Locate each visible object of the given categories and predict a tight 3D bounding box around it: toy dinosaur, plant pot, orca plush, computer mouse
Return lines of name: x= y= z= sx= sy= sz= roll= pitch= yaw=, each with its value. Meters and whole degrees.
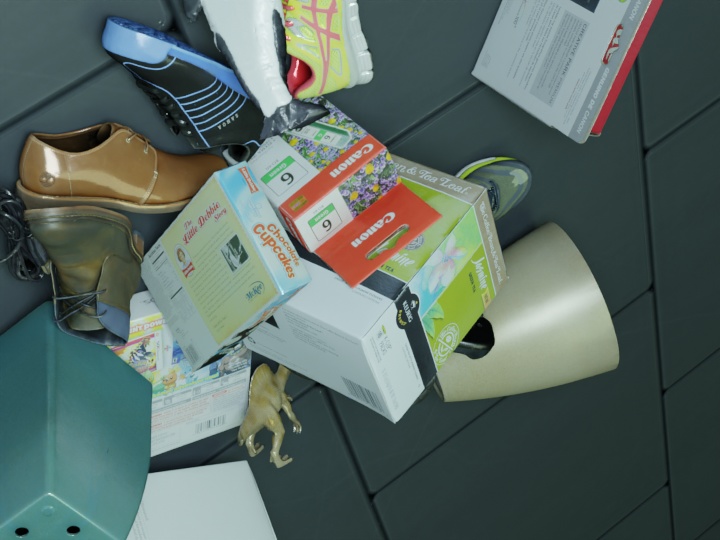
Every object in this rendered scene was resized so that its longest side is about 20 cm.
toy dinosaur: x=-0.103 y=0.152 z=1.271 sx=0.200 sy=0.058 sz=0.102 roll=-57 pitch=143 yaw=-57
plant pot: x=-0.269 y=0.163 z=1.035 sx=0.141 sy=0.201 sz=0.141 roll=-34 pitch=126 yaw=12
orca plush: x=-0.075 y=-0.211 z=0.994 sx=0.105 sy=0.201 sz=0.071 roll=-37 pitch=169 yaw=30
plant pot: x=0.168 y=0.070 z=1.410 sx=0.199 sy=0.188 sz=0.188 roll=-24 pitch=136 yaw=-5
computer mouse: x=-0.352 y=0.011 z=0.995 sx=0.199 sy=0.044 sz=0.110 roll=-31 pitch=151 yaw=-8

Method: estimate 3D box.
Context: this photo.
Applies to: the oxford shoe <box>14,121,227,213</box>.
oxford shoe: x=-0.195 y=-0.091 z=1.043 sx=0.199 sy=0.071 sz=0.072 roll=-6 pitch=117 yaw=-37

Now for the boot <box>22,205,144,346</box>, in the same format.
boot: x=-0.225 y=0.006 z=1.009 sx=0.074 sy=0.098 sz=0.200 roll=-3 pitch=170 yaw=9

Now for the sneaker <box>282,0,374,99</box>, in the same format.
sneaker: x=-0.051 y=-0.228 z=1.054 sx=0.090 sy=0.078 sz=0.201 roll=-26 pitch=132 yaw=-8

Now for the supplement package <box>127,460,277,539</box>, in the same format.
supplement package: x=-0.205 y=0.285 z=1.264 sx=0.199 sy=0.118 sz=0.117 roll=-1 pitch=145 yaw=-39

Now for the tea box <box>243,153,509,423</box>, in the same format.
tea box: x=0.000 y=0.000 z=1.144 sx=0.197 sy=0.199 sz=0.134 roll=-49 pitch=142 yaw=-23

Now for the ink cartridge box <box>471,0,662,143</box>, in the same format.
ink cartridge box: x=0.225 y=-0.244 z=1.197 sx=0.083 sy=0.176 sz=0.201 roll=2 pitch=120 yaw=-41

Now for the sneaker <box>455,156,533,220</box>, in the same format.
sneaker: x=0.112 y=-0.057 z=1.304 sx=0.199 sy=0.081 sz=0.074 roll=-32 pitch=116 yaw=-18

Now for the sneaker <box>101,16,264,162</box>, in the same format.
sneaker: x=-0.147 y=-0.149 z=1.036 sx=0.199 sy=0.070 sz=0.078 roll=19 pitch=101 yaw=-48

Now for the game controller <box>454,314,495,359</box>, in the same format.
game controller: x=0.041 y=0.052 z=1.263 sx=0.198 sy=0.104 sz=0.043 roll=10 pitch=97 yaw=-1

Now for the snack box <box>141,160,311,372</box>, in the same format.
snack box: x=-0.125 y=0.002 z=1.063 sx=0.037 sy=0.117 sz=0.200 roll=-25 pitch=172 yaw=-36

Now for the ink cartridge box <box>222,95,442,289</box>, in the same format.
ink cartridge box: x=-0.028 y=-0.079 z=1.090 sx=0.109 sy=0.200 sz=0.050 roll=-39 pitch=137 yaw=-9

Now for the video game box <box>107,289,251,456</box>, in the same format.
video game box: x=-0.201 y=0.102 z=1.203 sx=0.199 sy=0.047 sz=0.183 roll=-16 pitch=133 yaw=-31

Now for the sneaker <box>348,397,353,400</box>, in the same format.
sneaker: x=0.040 y=0.064 z=1.353 sx=0.075 sy=0.078 sz=0.201 roll=16 pitch=109 yaw=-45

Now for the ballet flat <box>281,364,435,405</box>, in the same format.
ballet flat: x=-0.013 y=0.092 z=1.298 sx=0.198 sy=0.067 sz=0.057 roll=20 pitch=134 yaw=-16
